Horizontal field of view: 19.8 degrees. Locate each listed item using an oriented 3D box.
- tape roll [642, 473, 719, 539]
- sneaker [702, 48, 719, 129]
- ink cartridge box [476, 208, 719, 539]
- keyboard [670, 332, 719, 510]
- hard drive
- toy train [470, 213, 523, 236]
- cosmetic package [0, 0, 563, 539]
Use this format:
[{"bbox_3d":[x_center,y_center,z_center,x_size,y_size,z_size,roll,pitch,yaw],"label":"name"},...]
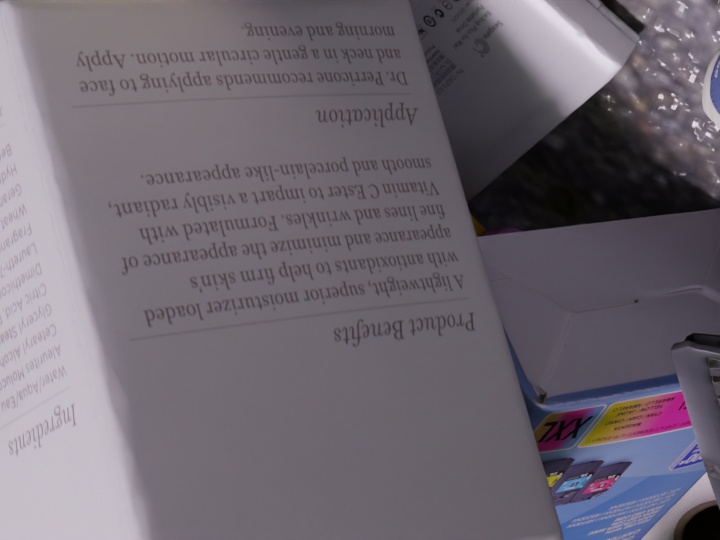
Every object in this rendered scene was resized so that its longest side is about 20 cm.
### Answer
[{"bbox_3d":[0.189,0.121,0.884,0.202,0.037,0.203,24,144,18],"label":"tape roll"},{"bbox_3d":[0.199,-0.019,0.691,0.200,0.075,0.088,44,167,-15],"label":"sneaker"},{"bbox_3d":[0.062,0.068,0.805,0.200,0.136,0.077,-56,50,47],"label":"ink cartridge box"},{"bbox_3d":[0.185,0.080,0.742,0.126,0.021,0.200,5,152,22],"label":"keyboard"},{"bbox_3d":[-0.007,-0.116,0.775,0.200,0.026,0.132,40,146,-6],"label":"hard drive"},{"bbox_3d":[0.000,0.000,0.862,0.200,0.056,0.150,36,160,3],"label":"toy train"},{"bbox_3d":[-0.064,0.029,0.702,0.165,0.164,0.201,-28,72,49],"label":"cosmetic package"}]
